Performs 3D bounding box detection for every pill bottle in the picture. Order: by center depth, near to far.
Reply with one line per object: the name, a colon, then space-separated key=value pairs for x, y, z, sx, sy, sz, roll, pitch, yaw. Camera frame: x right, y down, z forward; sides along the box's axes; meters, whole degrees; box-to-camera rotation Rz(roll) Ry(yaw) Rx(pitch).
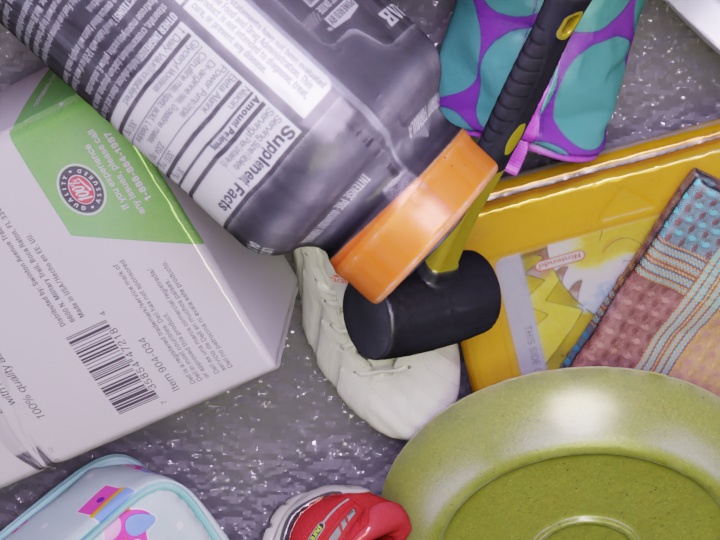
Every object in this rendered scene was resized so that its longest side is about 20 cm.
pill bottle: x=-0.043 y=-0.079 z=0.672 sx=0.200 sy=0.106 sz=0.106 roll=43 pitch=104 yaw=-2

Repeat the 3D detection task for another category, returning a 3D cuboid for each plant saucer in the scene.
plant saucer: x=0.109 y=0.129 z=0.878 sx=0.198 sy=0.031 sz=0.201 roll=0 pitch=130 yaw=0

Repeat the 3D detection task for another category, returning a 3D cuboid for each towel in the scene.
towel: x=0.203 y=0.046 z=0.853 sx=0.199 sy=0.022 sz=0.147 roll=21 pitch=115 yaw=-19

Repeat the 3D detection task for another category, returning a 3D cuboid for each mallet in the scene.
mallet: x=0.041 y=-0.036 z=0.720 sx=0.066 sy=0.041 sz=0.201 roll=-18 pitch=147 yaw=-27

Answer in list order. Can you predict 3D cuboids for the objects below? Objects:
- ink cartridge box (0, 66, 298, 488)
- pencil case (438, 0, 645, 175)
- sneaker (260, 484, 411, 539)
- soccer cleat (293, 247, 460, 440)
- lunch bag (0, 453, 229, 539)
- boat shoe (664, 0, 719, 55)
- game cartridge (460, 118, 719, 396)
ink cartridge box: x=-0.150 y=0.005 z=0.788 sx=0.199 sy=0.084 sz=0.146 roll=-23 pitch=113 yaw=17
pencil case: x=0.092 y=-0.146 z=0.758 sx=0.085 sy=0.093 sz=0.201 roll=16 pitch=113 yaw=-1
sneaker: x=-0.009 y=0.201 z=0.843 sx=0.077 sy=0.085 sz=0.202 roll=11 pitch=76 yaw=-49
soccer cleat: x=0.000 y=0.000 z=0.821 sx=0.069 sy=0.078 sz=0.201 roll=-16 pitch=114 yaw=1
lunch bag: x=-0.109 y=0.199 z=0.872 sx=0.160 sy=0.077 sz=0.201 roll=-42 pitch=119 yaw=-26
boat shoe: x=0.221 y=-0.094 z=0.795 sx=0.199 sy=0.072 sz=0.068 roll=33 pitch=106 yaw=-3
game cartridge: x=0.137 y=0.033 z=0.864 sx=0.175 sy=0.032 sz=0.201 roll=-15 pitch=119 yaw=2
